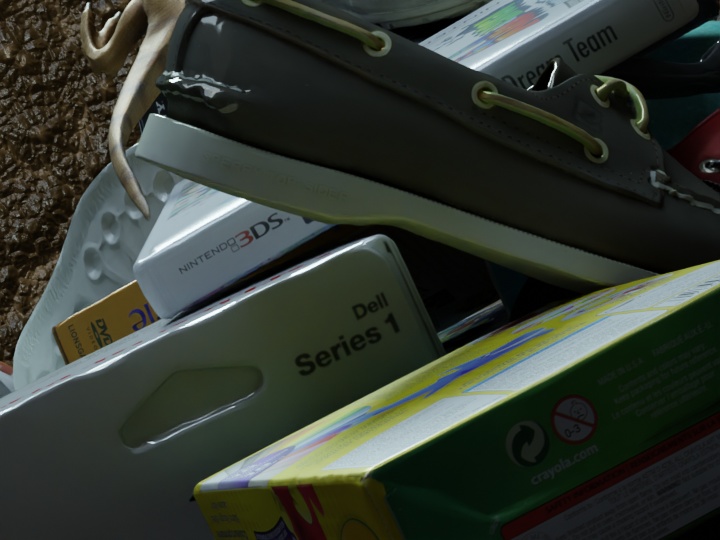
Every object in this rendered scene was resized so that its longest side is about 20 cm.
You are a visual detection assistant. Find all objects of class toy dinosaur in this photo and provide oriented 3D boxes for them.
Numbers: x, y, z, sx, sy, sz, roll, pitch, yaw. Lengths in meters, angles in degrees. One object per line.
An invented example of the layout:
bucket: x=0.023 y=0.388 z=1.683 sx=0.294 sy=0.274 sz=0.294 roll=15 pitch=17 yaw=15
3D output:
toy dinosaur: x=-0.066 y=-0.091 z=1.008 sx=0.200 sy=0.060 sz=0.106 roll=-56 pitch=11 yaw=-29

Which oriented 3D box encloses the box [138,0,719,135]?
box: x=0.027 y=-0.088 z=1.107 sx=0.200 sy=0.036 sz=0.143 roll=-9 pitch=12 yaw=30

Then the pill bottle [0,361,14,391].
pill bottle: x=-0.197 y=0.097 z=1.307 sx=0.112 sy=0.112 sz=0.200 roll=-27 pitch=2 yaw=-5

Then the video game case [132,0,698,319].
video game case: x=0.015 y=-0.052 z=0.885 sx=0.182 sy=0.024 sz=0.200 roll=-30 pitch=8 yaw=4

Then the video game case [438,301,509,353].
video game case: x=-0.027 y=0.071 z=1.110 sx=0.200 sy=0.023 sz=0.182 roll=-27 pitch=2 yaw=32

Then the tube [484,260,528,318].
tube: x=0.145 y=-0.025 z=0.998 sx=0.200 sy=0.051 sz=0.077 roll=-25 pitch=-18 yaw=5

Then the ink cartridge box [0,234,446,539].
ink cartridge box: x=-0.048 y=0.055 z=0.850 sx=0.145 sy=0.084 sz=0.200 roll=-25 pitch=2 yaw=-5

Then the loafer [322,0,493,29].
loafer: x=0.014 y=-0.134 z=1.081 sx=0.070 sy=0.070 sz=0.200 roll=-21 pitch=13 yaw=-29

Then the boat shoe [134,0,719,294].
boat shoe: x=0.043 y=-0.030 z=0.734 sx=0.201 sy=0.060 sz=0.072 roll=15 pitch=-1 yaw=-9

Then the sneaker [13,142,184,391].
sneaker: x=-0.047 y=0.000 z=1.134 sx=0.146 sy=0.081 sz=0.200 roll=-11 pitch=-27 yaw=-39

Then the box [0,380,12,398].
box: x=-0.273 y=0.101 z=1.092 sx=0.200 sy=0.131 sz=0.199 roll=-25 pitch=24 yaw=40

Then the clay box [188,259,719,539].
clay box: x=0.032 y=0.045 z=0.654 sx=0.115 sy=0.048 sz=0.200 roll=-26 pitch=1 yaw=-15

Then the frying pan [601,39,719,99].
frying pan: x=0.150 y=-0.063 z=1.000 sx=0.189 sy=0.031 sz=0.115 roll=-6 pitch=-27 yaw=-7

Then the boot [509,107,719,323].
boot: x=0.139 y=-0.028 z=0.885 sx=0.200 sy=0.073 sz=0.144 roll=-34 pitch=1 yaw=11

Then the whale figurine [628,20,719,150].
whale figurine: x=0.152 y=-0.068 z=1.138 sx=0.159 sy=0.104 sz=0.200 roll=-28 pitch=0 yaw=-43

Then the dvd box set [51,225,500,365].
dvd box set: x=0.000 y=0.000 z=1.024 sx=0.200 sy=0.029 sz=0.146 roll=-29 pitch=-20 yaw=10
